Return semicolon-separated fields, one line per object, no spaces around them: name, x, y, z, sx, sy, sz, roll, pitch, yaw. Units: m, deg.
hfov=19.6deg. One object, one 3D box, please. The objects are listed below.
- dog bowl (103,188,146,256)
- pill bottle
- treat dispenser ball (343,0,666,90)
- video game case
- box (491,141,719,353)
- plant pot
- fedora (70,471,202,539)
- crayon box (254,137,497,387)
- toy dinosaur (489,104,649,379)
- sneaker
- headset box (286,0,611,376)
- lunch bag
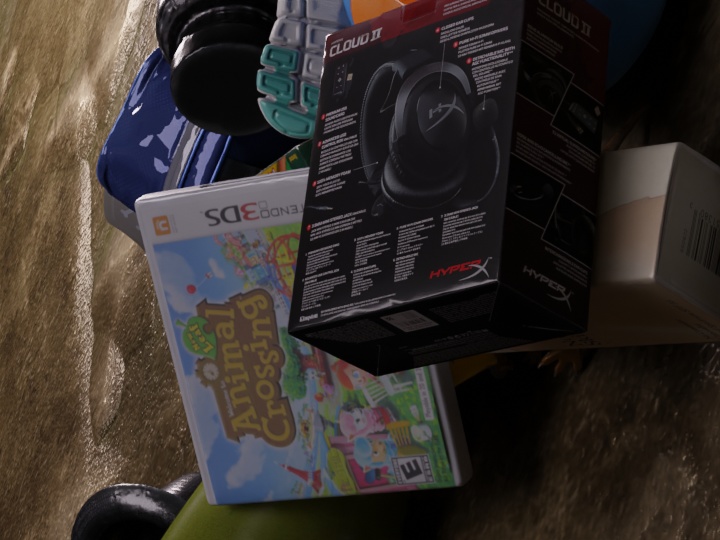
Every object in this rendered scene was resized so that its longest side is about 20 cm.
dog bowl;-0.120;-0.090;1.690;0.058;0.200;0.201;29;107;25
pill bottle;-0.086;-0.194;1.452;0.112;0.111;0.201;-52;27;42
treat dispenser ball;0.085;-0.187;1.241;0.201;0.200;0.202;-45;37;49
video game case;-0.036;0.040;1.259;0.181;0.022;0.201;-8;101;29
box;0.112;-0.008;1.131;0.199;0.095;0.078;-7;64;46
plant pot;-0.057;0.211;1.367;0.200;0.200;0.194;-13;52;64
fedora;-0.125;0.225;1.581;0.092;0.200;0.201;-46;-1;-44
crayon box;0.000;0.000;1.343;0.173;0.058;0.200;64;167;-1
toy dinosaur;0.110;-0.001;1.253;0.200;0.060;0.107;-57;27;35
sneaker;-0.020;-0.176;1.356;0.091;0.077;0.201;59;-133;-79
headset box;0.048;-0.059;1.097;0.148;0.077;0.201;-15;58;41
lunch bag;-0.077;-0.075;1.560;0.132;0.199;0.136;35;106;36
